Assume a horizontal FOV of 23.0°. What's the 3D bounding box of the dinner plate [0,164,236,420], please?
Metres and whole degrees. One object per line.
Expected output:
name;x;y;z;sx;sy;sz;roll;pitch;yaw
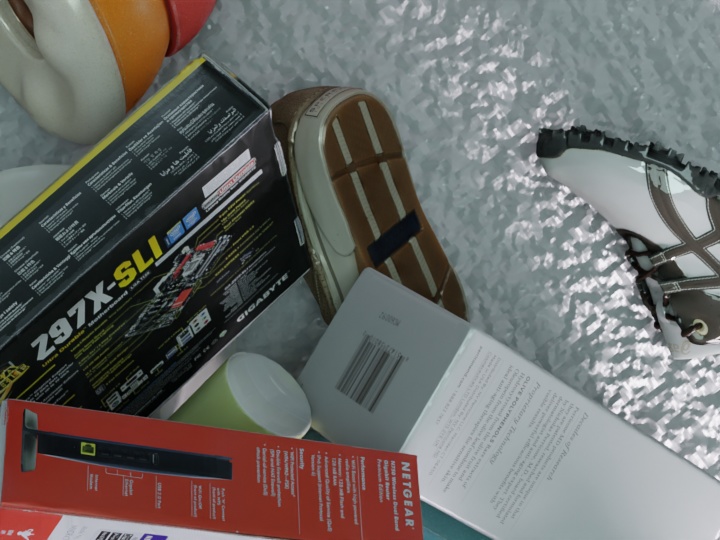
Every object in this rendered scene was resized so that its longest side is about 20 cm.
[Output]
dinner plate;-0.152;0.048;0.877;0.200;0.024;0.200;-4;100;-27

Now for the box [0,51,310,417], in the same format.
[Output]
box;-0.115;0.016;0.796;0.200;0.160;0.049;-43;67;-13

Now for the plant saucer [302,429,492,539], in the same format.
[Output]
plant saucer;0.043;0.135;0.922;0.200;0.070;0.019;32;78;-10

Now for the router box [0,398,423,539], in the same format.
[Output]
router box;-0.092;0.133;0.783;0.179;0.200;0.049;10;55;-19

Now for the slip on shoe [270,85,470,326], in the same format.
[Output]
slip on shoe;0.000;0.000;0.909;0.076;0.061;0.200;-38;120;-34

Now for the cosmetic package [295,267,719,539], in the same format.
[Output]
cosmetic package;0.076;0.089;0.870;0.200;0.108;0.085;31;89;-34

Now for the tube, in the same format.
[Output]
tube;-0.102;0.119;0.866;0.058;0.052;0.200;46;118;1

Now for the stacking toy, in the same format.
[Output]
stacking toy;-0.097;-0.167;0.860;0.200;0.146;0.146;-37;100;-23

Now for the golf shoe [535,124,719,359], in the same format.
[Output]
golf shoe;0.170;-0.004;0.922;0.200;0.078;0.095;28;91;-9
